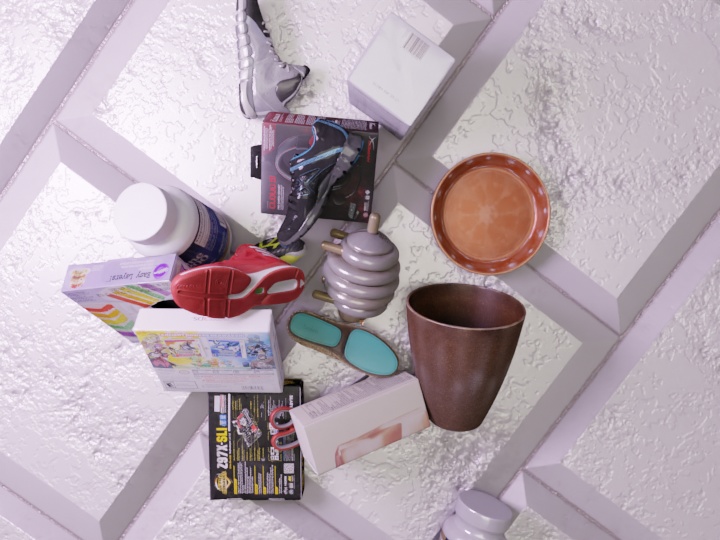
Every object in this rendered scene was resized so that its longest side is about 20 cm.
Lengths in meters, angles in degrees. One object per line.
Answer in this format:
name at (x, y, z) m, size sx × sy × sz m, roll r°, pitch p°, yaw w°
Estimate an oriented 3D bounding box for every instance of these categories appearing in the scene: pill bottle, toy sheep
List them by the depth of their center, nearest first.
pill bottle at (-0.281, -0.063, 0.939) m, size 0.110 × 0.200 × 0.112 m, roll -2°, pitch 80°, yaw 11°
toy sheep at (0.000, 0.000, 0.991) m, size 0.137 × 0.138 × 0.201 m, roll 11°, pitch 124°, yaw -1°
pill bottle at (0.183, 0.486, 1.045) m, size 0.115 × 0.116 × 0.202 m, roll 15°, pitch 94°, yaw -2°

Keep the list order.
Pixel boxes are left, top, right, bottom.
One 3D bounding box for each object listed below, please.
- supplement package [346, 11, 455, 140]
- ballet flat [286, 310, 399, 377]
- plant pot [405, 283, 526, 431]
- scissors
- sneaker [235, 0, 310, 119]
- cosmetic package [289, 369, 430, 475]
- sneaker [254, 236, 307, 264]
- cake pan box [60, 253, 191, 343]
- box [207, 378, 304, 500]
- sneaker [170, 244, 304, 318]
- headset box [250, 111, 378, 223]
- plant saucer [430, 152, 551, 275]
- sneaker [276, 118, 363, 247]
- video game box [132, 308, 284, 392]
supplement package at (0.054, -0.280, 0.930) m, size 0.113 × 0.200 × 0.110 m, roll 35°, pitch 95°, yaw -4°
ballet flat at (-0.029, 0.120, 1.036) m, size 0.199 × 0.065 × 0.071 m, roll 27°, pitch 79°, yaw -3°
plant pot at (0.159, 0.146, 0.997) m, size 0.185 × 0.187 × 0.202 m, roll 2°, pitch 109°, yaw 0°
scissors at (-0.060, 0.236, 1.040) m, size 0.199 × 0.014 × 0.074 m, roll -19°, pitch 99°, yaw -19°
sneaker at (-0.138, -0.346, 0.995) m, size 0.114 × 0.075 × 0.202 m, roll -1°, pitch 105°, yaw -5°
cosmetic package at (-0.002, 0.238, 0.999) m, size 0.198 × 0.103 × 0.088 m, roll -18°, pitch 98°, yaw -16°
sneaker at (-0.174, 0.007, 1.029) m, size 0.199 × 0.076 × 0.077 m, roll -25°, pitch 110°, yaw 8°
cake pan box at (-0.315, 0.048, 0.952) m, size 0.198 × 0.184 × 0.053 m, roll -5°, pitch 60°, yaw 16°
box at (-0.176, 0.287, 1.058) m, size 0.158 × 0.049 × 0.202 m, roll 0°, pitch 95°, yaw 2°
sneaker at (-0.193, 0.012, 0.917) m, size 0.199 × 0.115 × 0.079 m, roll 1°, pitch 109°, yaw -36°
headset box at (-0.075, -0.164, 0.983) m, size 0.198 × 0.075 × 0.150 m, roll 6°, pitch 116°, yaw -1°
plant saucer at (0.214, -0.093, 1.033) m, size 0.198 × 0.032 × 0.202 m, roll 0°, pitch 94°, yaw 0°
sneaker at (-0.078, -0.129, 0.924) m, size 0.082 × 0.073 × 0.201 m, roll 31°, pitch 103°, yaw -9°
video game box at (-0.226, 0.128, 0.962) m, size 0.198 × 0.183 × 0.047 m, roll 1°, pitch 53°, yaw 0°
